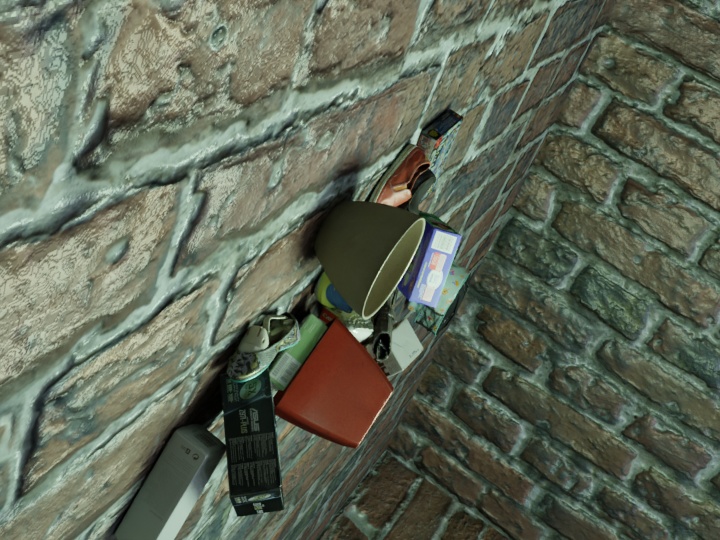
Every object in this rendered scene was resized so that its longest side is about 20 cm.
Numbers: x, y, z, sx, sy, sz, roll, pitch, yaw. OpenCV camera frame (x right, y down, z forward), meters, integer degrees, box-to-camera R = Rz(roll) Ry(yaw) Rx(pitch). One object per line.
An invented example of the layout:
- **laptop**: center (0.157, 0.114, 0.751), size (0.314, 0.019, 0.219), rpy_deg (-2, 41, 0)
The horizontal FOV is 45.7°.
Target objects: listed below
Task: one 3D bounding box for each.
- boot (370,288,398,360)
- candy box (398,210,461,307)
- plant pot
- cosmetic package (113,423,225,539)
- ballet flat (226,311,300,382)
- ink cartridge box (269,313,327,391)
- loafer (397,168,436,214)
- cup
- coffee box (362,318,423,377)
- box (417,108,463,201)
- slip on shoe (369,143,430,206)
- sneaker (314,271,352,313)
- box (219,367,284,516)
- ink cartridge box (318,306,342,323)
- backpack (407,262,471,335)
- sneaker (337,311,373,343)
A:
- **boot**: center (0.039, 0.091, 1.657), size (0.201, 0.067, 0.178), rpy_deg (87, 4, -62)
- **candy box**: center (0.138, -0.032, 1.911), size (0.200, 0.075, 0.173), rpy_deg (-129, -123, -68)
- **plant pot**: center (-0.050, 0.234, 1.656), size (0.202, 0.175, 0.200), rpy_deg (-55, -176, -14)
- **cosmetic package**: center (-0.306, 0.357, 1.389), size (0.202, 0.073, 0.102), rpy_deg (-57, 167, 3)
- **ballet flat**: center (-0.164, 0.117, 1.427), size (0.200, 0.071, 0.073), rpy_deg (-35, 154, -60)
- **ink cartridge box**: center (-0.133, 0.163, 1.656), size (0.147, 0.048, 0.200), rpy_deg (-55, -174, -13)
- **loafer**: center (0.092, -0.121, 1.722), size (0.200, 0.072, 0.073), rpy_deg (-46, 155, -14)
- **cup**: center (0.003, -0.040, 1.490), size (0.202, 0.142, 0.201), rpy_deg (-53, 167, -18)
- **coffee box**: center (0.021, 0.192, 1.809), size (0.198, 0.081, 0.114), rpy_deg (-31, -179, 32)
- **box**: center (0.144, -0.228, 1.819), size (0.137, 0.039, 0.202), rpy_deg (-43, 160, -46)
- **slip on shoe**: center (0.068, -0.154, 1.659), size (0.202, 0.061, 0.074), rpy_deg (-54, 168, -13)
- **sneaker**: center (-0.005, -0.009, 1.610), size (0.203, 0.104, 0.076), rpy_deg (-63, 166, 20)
- **box**: center (-0.180, 0.289, 1.430), size (0.165, 0.084, 0.204), rpy_deg (96, -13, -63)
- **ink cartridge box**: center (-0.054, 0.110, 1.818), size (0.203, 0.050, 0.109), rpy_deg (-64, 166, 16)
- **backpack**: center (0.243, 0.064, 2.585), size (0.176, 0.152, 0.201), rpy_deg (-46, 172, -47)
- **sneaker**: center (-0.011, 0.124, 1.757), size (0.081, 0.076, 0.200), rpy_deg (-51, 167, 9)
